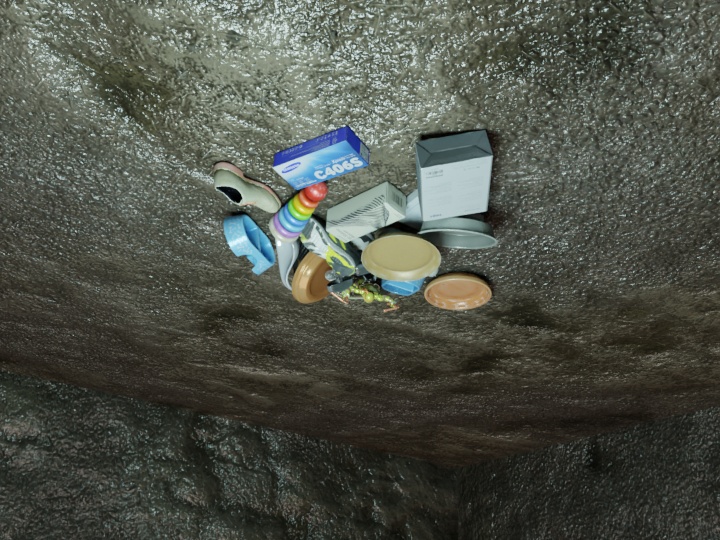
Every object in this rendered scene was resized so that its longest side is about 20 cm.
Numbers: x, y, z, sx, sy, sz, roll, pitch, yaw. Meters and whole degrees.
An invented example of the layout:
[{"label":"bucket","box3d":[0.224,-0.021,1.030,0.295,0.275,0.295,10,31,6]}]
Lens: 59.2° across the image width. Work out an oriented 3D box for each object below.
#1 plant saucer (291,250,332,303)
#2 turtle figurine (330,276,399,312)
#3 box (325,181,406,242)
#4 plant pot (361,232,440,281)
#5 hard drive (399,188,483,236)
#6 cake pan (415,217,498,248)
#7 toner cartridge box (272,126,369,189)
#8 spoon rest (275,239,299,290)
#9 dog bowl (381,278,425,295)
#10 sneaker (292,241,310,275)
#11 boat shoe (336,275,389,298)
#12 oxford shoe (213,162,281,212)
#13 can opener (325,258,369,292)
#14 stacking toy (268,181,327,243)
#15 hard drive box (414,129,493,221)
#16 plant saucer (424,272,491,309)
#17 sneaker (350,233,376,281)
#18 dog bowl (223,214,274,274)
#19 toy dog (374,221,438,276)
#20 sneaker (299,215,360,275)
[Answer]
[{"label":"plant saucer","box3d":[-0.104,0.009,1.737,0.037,0.200,0.200,35,164,28]},{"label":"turtle figurine","box3d":[0.013,0.059,1.812,0.199,0.065,0.161,10,-169,-4]},{"label":"box","box3d":[0.012,-0.141,1.565,0.199,0.069,0.082,-22,141,37]},{"label":"plant pot","box3d":[0.102,-0.037,1.587,0.199,0.028,0.200,3,147,2]},{"label":"hard drive","box3d":[0.192,-0.136,1.599,0.199,0.027,0.132,20,147,-27]},{"label":"cake pan","box3d":[0.236,-0.091,1.547,0.199,0.037,0.200,6,172,1]},{"label":"toner cartridge box","box3d":[-0.088,-0.247,1.414,0.199,0.043,0.095,-14,145,29]},{"label":"spoon rest","box3d":[-0.193,-0.024,1.723,0.099,0.060,0.201,24,134,50]},{"label":"dog bowl","box3d":[0.119,0.028,1.815,0.111,0.050,0.200,18,167,-7]},{"label":"sneaker","box3d":[-0.131,-0.034,1.786,0.090,0.070,0.200,0,154,-21]},{"label":"boat shoe","box3d":[-0.012,0.059,1.933,0.199,0.072,0.076,11,166,-10]},{"label":"oxford shoe","box3d":[-0.275,-0.179,1.524,0.071,0.074,0.200,-23,141,38]},{"label":"can opener","box3d":[0.000,0.000,1.696,0.199,0.053,0.067,-18,119,-5]},{"label":"stacking toy","box3d":[-0.144,-0.152,1.550,0.085,0.086,0.200,20,139,-27]},{"label":"hard drive box","box3d":[0.204,-0.204,1.400,0.155,0.077,0.200,-9,149,1]},{"label":"plant saucer","box3d":[0.293,0.059,1.909,0.199,0.038,0.200,4,151,2]},{"label":"sneaker","box3d":[0.010,-0.040,1.737,0.073,0.080,0.200,-7,148,21]},{"label":"dog bowl","box3d":[-0.288,-0.072,1.674,0.049,0.112,0.200,-19,145,11]},{"label":"toy dog","box3d":[0.129,-0.069,1.662,0.199,0.132,0.097,23,108,-38]},{"label":"sneaker","box3d":[-0.081,-0.071,1.653,0.200,0.085,0.074,48,123,0]}]
